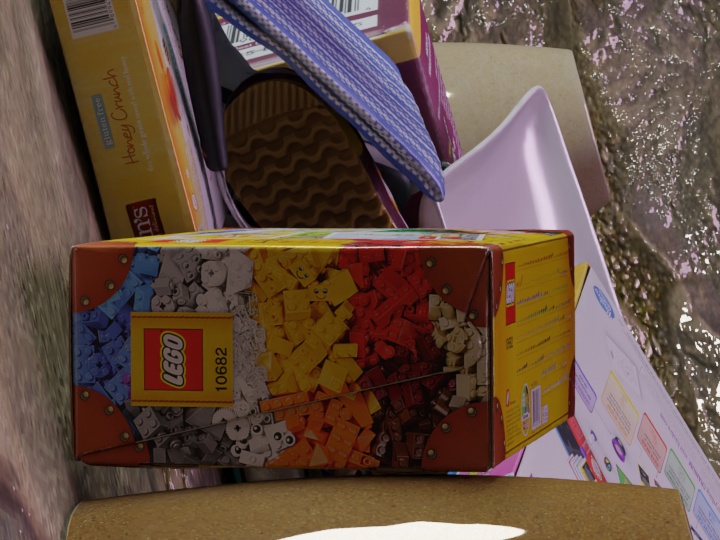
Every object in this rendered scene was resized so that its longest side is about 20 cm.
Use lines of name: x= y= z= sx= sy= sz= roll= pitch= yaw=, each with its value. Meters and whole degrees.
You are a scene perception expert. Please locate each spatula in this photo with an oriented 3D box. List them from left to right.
spatula: x=-0.051 y=-0.032 z=1.214 sx=0.057 sy=0.020 sz=0.201 roll=-120 pitch=-167 yaw=-63

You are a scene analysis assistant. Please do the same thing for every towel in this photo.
towel: x=-0.026 y=-0.104 z=1.313 sx=0.145 sy=0.024 sz=0.200 roll=41 pitch=10 yaw=-16

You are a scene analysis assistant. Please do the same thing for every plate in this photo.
plate: x=0.083 y=0.028 z=1.406 sx=0.201 sy=0.032 sz=0.200 roll=70 pitch=24 yaw=-11

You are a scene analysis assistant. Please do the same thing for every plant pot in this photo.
plant pot: x=0.023 y=0.141 z=0.968 sx=0.186 sy=0.199 sz=0.188 roll=-16 pitch=90 yaw=-85
plant pot: x=0.041 y=-0.061 z=1.716 sx=0.187 sy=0.199 sz=0.189 roll=-16 pitch=90 yaw=-85

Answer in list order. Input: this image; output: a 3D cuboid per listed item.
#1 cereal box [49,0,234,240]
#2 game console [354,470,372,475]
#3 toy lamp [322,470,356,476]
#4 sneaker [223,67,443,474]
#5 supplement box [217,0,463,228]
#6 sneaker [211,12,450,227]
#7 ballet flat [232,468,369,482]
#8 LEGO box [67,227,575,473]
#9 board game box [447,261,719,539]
cereal box: x=-0.091 y=-0.082 z=1.241 sx=0.200 sy=0.039 sz=0.145 roll=-82 pitch=158 yaw=-76
game console: x=0.072 y=0.107 z=1.468 sx=0.200 sy=0.031 sz=0.178 roll=53 pitch=56 yaw=-44
toy lamp: x=0.003 y=0.146 z=1.514 sx=0.200 sy=0.058 sz=0.058 roll=-94 pitch=168 yaw=-58
sneaker: x=0.000 y=0.000 z=1.306 sx=0.090 sy=0.075 sz=0.201 roll=-76 pitch=143 yaw=-78
supplement box: x=-0.009 y=-0.037 z=1.503 sx=0.103 sy=0.130 sz=0.201 roll=-89 pitch=162 yaw=-67
sneaker: x=-0.026 y=-0.062 z=1.387 sx=0.079 sy=0.129 sz=0.200 roll=-20 pitch=95 yaw=-85
ballet flat: x=-0.021 y=0.120 z=1.296 sx=0.067 sy=0.062 sz=0.201 roll=61 pitch=16 yaw=-69
LEGO box: x=-0.007 y=0.025 z=1.062 sx=0.200 sy=0.148 sz=0.078 roll=-11 pitch=101 yaw=-78
board game box: x=0.105 y=0.109 z=1.285 sx=0.153 sy=0.040 sz=0.200 roll=58 pitch=26 yaw=-16
